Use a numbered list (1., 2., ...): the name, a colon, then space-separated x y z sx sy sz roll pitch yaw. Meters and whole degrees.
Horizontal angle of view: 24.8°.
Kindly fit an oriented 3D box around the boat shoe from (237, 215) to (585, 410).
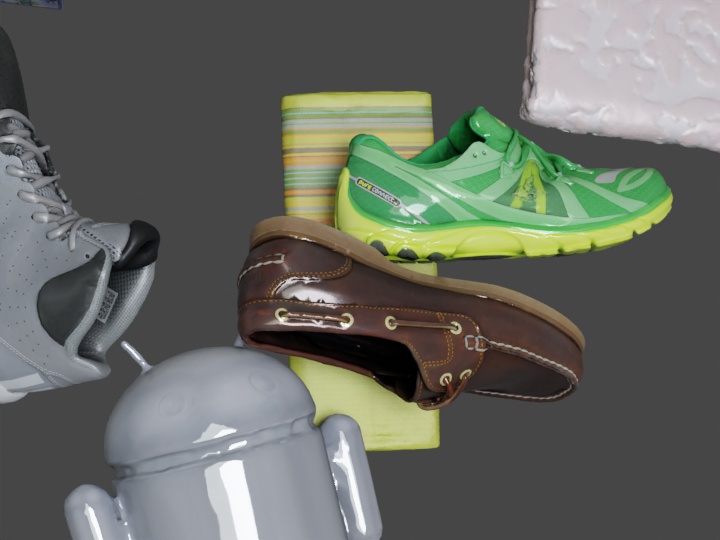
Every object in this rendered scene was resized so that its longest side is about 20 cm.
1. boat shoe: 0.027 0.039 0.856 0.199 0.070 0.071 17 52 -16

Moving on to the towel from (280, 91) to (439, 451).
1. towel: 0.000 0.000 0.915 0.085 0.018 0.202 -1 86 -6

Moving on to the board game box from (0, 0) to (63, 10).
1. board game box: -0.269 -0.231 0.865 0.198 0.062 0.201 -8 87 -11

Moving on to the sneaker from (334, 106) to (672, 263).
1. sneaker: 0.083 -0.048 0.890 0.199 0.074 0.084 -2 90 -20

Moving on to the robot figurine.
1. robot figurine: -0.067 0.126 0.843 0.169 0.113 0.201 -12 87 -32

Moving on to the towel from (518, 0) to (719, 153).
1. towel: 0.192 -0.160 0.939 0.199 0.032 0.192 7 76 -10

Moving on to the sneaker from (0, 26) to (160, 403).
1. sneaker: -0.154 -0.036 0.839 0.115 0.075 0.202 -6 89 26
